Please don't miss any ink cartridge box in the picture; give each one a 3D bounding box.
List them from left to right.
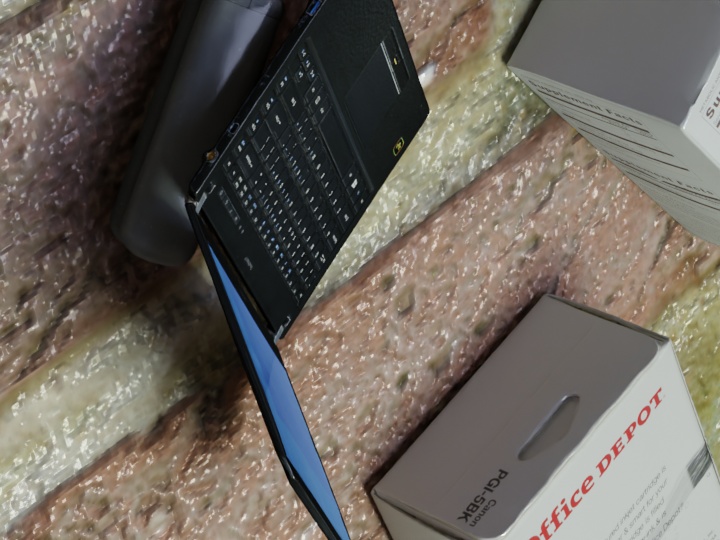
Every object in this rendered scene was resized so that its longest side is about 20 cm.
[{"bbox_3d":[0.105,0.134,1.300,0.147,0.083,0.201,-46,136,-23],"label":"ink cartridge box"}]

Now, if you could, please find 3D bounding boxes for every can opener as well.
[{"bbox_3d":[-0.068,-0.105,1.043,0.066,0.053,0.201,19,94,-17],"label":"can opener"}]

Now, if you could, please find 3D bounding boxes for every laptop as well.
[{"bbox_3d":[0.000,0.000,1.068,0.201,0.103,0.177,-57,162,-12],"label":"laptop"}]

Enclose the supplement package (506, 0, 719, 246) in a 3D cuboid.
[{"bbox_3d":[0.180,-0.088,1.259,0.200,0.109,0.114,37,80,-49],"label":"supplement package"}]
